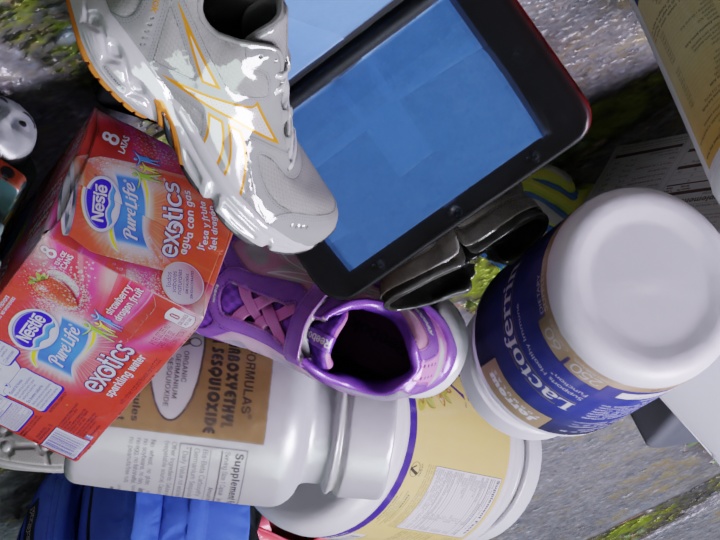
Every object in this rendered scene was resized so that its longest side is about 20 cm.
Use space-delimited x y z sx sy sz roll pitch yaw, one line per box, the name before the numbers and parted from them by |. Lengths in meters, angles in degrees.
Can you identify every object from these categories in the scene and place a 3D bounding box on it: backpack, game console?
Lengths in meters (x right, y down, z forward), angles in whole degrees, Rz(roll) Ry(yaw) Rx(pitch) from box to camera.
backpack | -0.155 0.207 1.801 0.167 0.163 0.200 9 147 -18
game console | -0.011 -0.090 1.365 0.200 0.119 0.172 -35 151 28

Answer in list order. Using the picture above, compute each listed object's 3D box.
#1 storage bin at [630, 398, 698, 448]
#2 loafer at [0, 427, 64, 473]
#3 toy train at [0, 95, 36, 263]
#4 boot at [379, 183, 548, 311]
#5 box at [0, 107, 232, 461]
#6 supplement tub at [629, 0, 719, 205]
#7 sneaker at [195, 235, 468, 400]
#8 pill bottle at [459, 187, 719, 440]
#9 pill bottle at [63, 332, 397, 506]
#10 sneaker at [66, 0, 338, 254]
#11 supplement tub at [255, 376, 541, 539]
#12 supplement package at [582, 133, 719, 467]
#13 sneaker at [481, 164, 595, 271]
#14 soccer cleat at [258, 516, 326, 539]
storage bin | 0.254 0.048 1.821 0.199 0.135 0.146 -5 151 -27
loafer | -0.157 0.097 1.686 0.199 0.070 0.070 -6 170 -7
toy train | -0.234 -0.010 1.379 0.085 0.114 0.200 31 133 -4
boot | -0.001 -0.033 1.471 0.199 0.131 0.068 -24 156 9
box | -0.153 0.011 1.423 0.099 0.096 0.200 27 144 -13
supplement tub | 0.243 -0.111 1.416 0.144 0.201 0.145 -17 155 -8
sneaker | -0.035 0.026 1.515 0.088 0.199 0.081 -55 163 -75
pill bottle | 0.132 0.033 1.507 0.115 0.116 0.200 -11 167 -20
pill bottle | -0.080 0.087 1.601 0.199 0.115 0.115 7 150 -6
sneaker | -0.059 -0.090 1.312 0.092 0.076 0.200 -32 126 16
supplement tub | 0.022 0.119 1.777 0.145 0.146 0.200 -34 152 27
supplement package | 0.246 0.019 1.611 0.200 0.111 0.155 46 151 -24
sneaker | 0.137 -0.005 1.660 0.199 0.106 0.076 5 145 -43
soccer cleat | -0.109 0.212 1.976 0.199 0.068 0.073 3 127 -38
